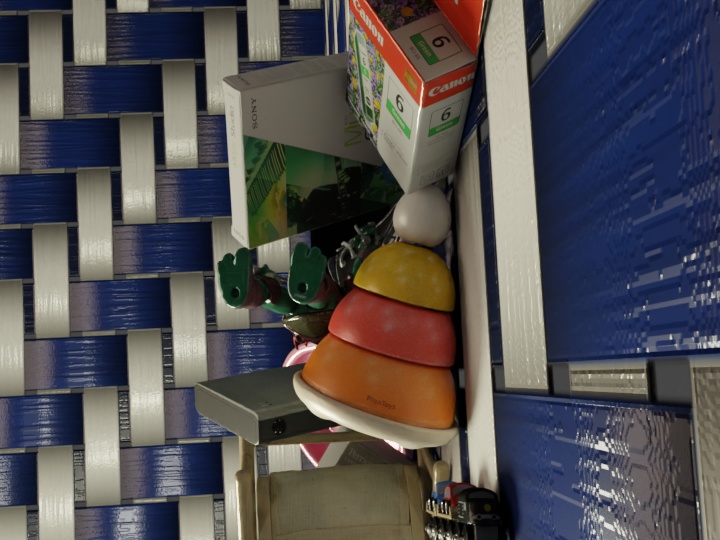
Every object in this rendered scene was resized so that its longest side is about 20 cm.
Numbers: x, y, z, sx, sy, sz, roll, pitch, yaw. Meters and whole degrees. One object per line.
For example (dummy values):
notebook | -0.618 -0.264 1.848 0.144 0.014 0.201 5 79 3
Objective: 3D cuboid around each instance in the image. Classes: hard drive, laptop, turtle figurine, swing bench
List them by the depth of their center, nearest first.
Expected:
turtle figurine | -0.042 0.014 0.849 0.103 0.147 0.200 70 -164 10
swing bench | -0.019 0.264 0.901 0.130 0.194 0.205 -115 24 -79
hard drive | -0.046 0.122 0.929 0.138 0.197 0.034 10 104 55
laptop | -0.005 0.004 1.124 0.202 0.113 0.190 93 173 -53

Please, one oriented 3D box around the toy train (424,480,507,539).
toy train | 0.074 0.180 0.697 0.200 0.033 0.047 108 163 -77

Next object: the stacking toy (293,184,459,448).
stacking toy | 0.036 0.030 0.772 0.146 0.143 0.204 -130 57 -83

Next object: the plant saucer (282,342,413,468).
plant saucer | -0.010 0.167 1.116 0.051 0.198 0.205 -31 -48 -43

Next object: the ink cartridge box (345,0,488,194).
ink cartridge box | 0.035 -0.160 0.688 0.110 0.050 0.201 58 163 25

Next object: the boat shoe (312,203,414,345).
boat shoe | 0.000 0.000 0.947 0.072 0.067 0.202 -79 16 -59

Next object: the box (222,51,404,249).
box | -0.023 -0.113 0.823 0.036 0.197 0.147 40 140 46

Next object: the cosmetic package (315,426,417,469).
cosmetic package | -0.021 0.276 1.006 0.203 0.105 0.090 -61 8 6
